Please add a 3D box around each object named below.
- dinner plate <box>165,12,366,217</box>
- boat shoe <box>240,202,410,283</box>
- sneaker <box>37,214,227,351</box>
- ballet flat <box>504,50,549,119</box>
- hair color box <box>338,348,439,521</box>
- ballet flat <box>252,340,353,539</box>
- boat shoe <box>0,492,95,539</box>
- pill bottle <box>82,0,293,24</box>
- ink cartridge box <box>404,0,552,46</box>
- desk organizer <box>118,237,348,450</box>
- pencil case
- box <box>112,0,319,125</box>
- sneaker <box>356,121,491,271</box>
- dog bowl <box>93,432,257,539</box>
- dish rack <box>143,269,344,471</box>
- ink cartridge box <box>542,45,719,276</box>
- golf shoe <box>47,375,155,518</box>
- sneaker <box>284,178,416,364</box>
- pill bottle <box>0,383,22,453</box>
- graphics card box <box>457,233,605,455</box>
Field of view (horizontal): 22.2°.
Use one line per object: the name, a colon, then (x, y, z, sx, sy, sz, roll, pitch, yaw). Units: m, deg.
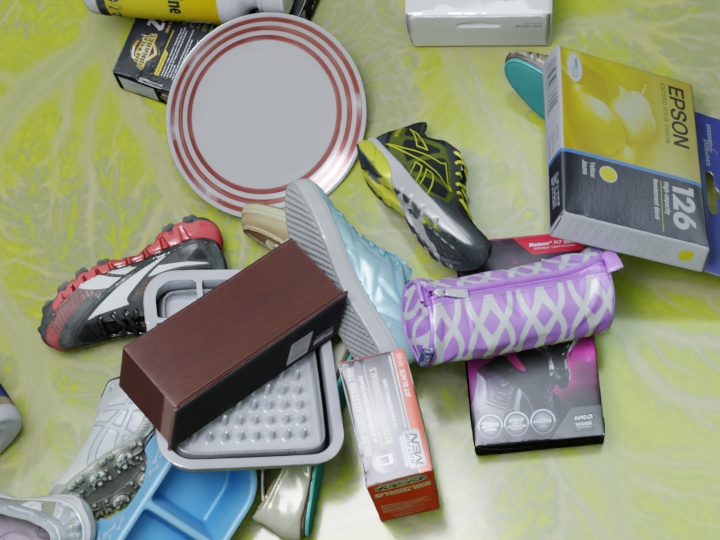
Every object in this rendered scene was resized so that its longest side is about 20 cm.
dinner plate: (-0.091, -0.149, 1.773, 0.198, 0.024, 0.202, -5, 107, -17)
boat shoe: (-0.034, 0.001, 1.746, 0.199, 0.073, 0.063, 29, 80, 10)
sneaker: (-0.211, 0.030, 1.748, 0.199, 0.071, 0.098, -28, 55, -3)
ballet flat: (0.227, -0.150, 1.775, 0.200, 0.068, 0.075, 45, 61, 9)
hair color box: (0.028, 0.150, 1.633, 0.063, 0.200, 0.112, -14, 74, 1)
ballet flat: (-0.054, 0.149, 1.711, 0.069, 0.070, 0.202, 14, 76, 9)
boat shoe: (-0.336, 0.243, 1.681, 0.200, 0.065, 0.075, -6, 91, 29)
pill bottle: (-0.164, -0.296, 1.771, 0.198, 0.113, 0.114, 5, 75, 8)
ink cartridge box: (0.117, -0.327, 1.817, 0.145, 0.083, 0.202, 0, 74, 5)
desk organizer: (-0.112, 0.062, 1.622, 0.199, 0.072, 0.077, -34, 68, -28)
pencil case: (0.131, 0.029, 1.640, 0.198, 0.086, 0.084, -10, 45, -19)
box: (-0.136, -0.253, 1.840, 0.158, 0.049, 0.202, 19, 77, 13)
sneaker: (0.072, -0.080, 1.734, 0.084, 0.075, 0.200, -32, 50, -11)
dog bowl: (-0.168, 0.228, 1.677, 0.111, 0.050, 0.201, 35, 83, -20)
dish rack: (-0.109, 0.095, 1.669, 0.170, 0.044, 0.202, -1, 58, -14)
ink cartridge box: (0.266, -0.099, 1.691, 0.198, 0.047, 0.199, 12, 52, -13)
golf shoe: (-0.224, 0.152, 1.735, 0.200, 0.078, 0.097, -40, 55, -9)
sneaker: (0.000, 0.000, 1.692, 0.081, 0.074, 0.201, -24, 85, -31)
pill bottle: (-0.416, 0.093, 1.736, 0.111, 0.111, 0.201, -36, 74, -5)
graphics card box: (0.158, 0.067, 1.722, 0.124, 0.051, 0.202, -5, 75, 4)
